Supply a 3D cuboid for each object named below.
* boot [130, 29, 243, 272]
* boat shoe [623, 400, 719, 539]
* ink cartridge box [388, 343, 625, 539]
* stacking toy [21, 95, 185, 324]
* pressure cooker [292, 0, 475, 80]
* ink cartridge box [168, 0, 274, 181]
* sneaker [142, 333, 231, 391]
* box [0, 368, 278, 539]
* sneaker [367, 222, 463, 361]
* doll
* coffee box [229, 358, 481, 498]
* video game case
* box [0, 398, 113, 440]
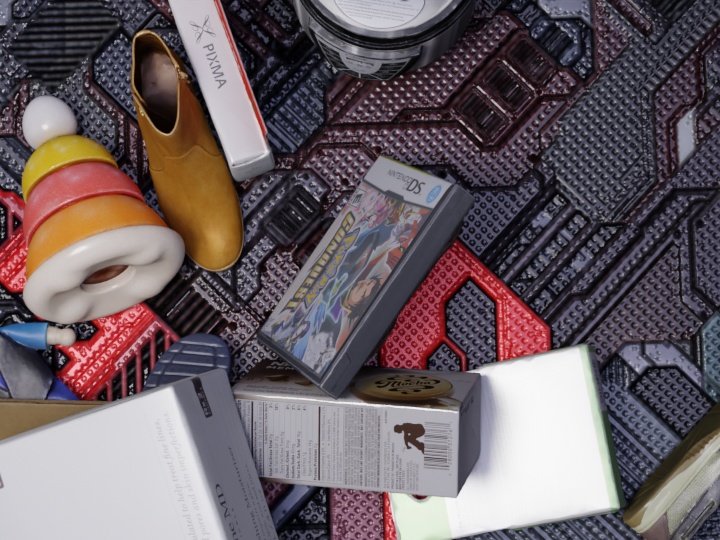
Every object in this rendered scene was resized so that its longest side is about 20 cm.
[{"bbox_3d":[-0.157,-0.100,1.659,0.070,0.144,0.203,-19,85,-1],"label":"boot"},{"bbox_3d":[0.316,0.165,1.674,0.201,0.072,0.066,-44,96,-3],"label":"boat shoe"},{"bbox_3d":[0.120,0.155,1.684,0.198,0.048,0.147,-12,84,14],"label":"ink cartridge box"},{"bbox_3d":[-0.248,-0.069,1.678,0.145,0.146,0.201,-22,70,-2],"label":"stacking toy"},{"bbox_3d":[0.019,-0.267,1.646,0.175,0.200,0.179,-34,86,-4],"label":"pressure cooker"},{"bbox_3d":[-0.127,-0.186,1.651,0.043,0.174,0.202,-20,85,-2],"label":"ink cartridge box"},{"bbox_3d":[-0.153,0.154,1.674,0.073,0.082,0.202,8,74,15],"label":"sneaker"},{"bbox_3d":[-0.184,0.206,1.548,0.198,0.131,0.201,-19,89,16],"label":"box"},{"bbox_3d":[0.018,0.006,1.682,0.070,0.076,0.201,35,85,3],"label":"sneaker"},{"bbox_3d":[-0.296,0.104,1.687,0.200,0.048,0.137,45,98,5],"label":"doll"},{"bbox_3d":[-0.004,0.131,1.627,0.198,0.113,0.081,3,103,13],"label":"coffee box"},{"bbox_3d":[0.000,0.000,1.633,0.025,0.181,0.201,36,87,-23],"label":"video game case"},{"bbox_3d":[-0.272,0.211,1.656,0.162,0.021,0.202,0,96,13],"label":"box"}]
